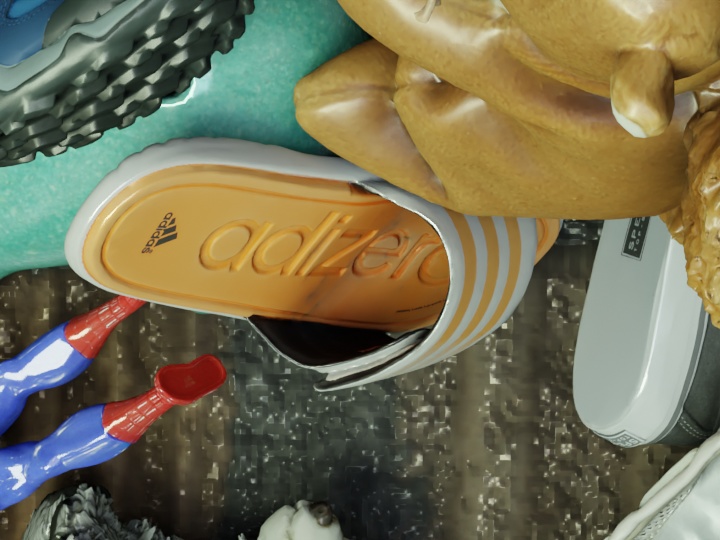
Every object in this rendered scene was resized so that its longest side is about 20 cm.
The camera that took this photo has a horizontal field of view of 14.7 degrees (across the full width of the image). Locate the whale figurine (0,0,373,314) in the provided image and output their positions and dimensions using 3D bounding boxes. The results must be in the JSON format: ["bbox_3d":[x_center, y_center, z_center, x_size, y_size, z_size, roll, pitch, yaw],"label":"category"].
[{"bbox_3d":[-0.089,-0.048,0.903,0.199,0.104,0.159,-34,100,5],"label":"whale figurine"}]

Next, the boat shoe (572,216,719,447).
[{"bbox_3d":[0.129,-0.034,0.938,0.066,0.070,0.201,11,95,-25],"label":"boat shoe"}]

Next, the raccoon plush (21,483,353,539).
[{"bbox_3d":[-0.067,0.154,0.970,0.133,0.097,0.200,18,129,-19],"label":"raccoon plush"}]

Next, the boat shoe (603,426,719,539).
[{"bbox_3d":[0.095,0.122,0.933,0.071,0.069,0.201,39,120,28],"label":"boat shoe"}]

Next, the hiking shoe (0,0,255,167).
[{"bbox_3d":[-0.122,-0.070,0.832,0.199,0.074,0.087,-24,83,30],"label":"hiking shoe"}]

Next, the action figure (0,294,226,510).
[{"bbox_3d":[-0.133,0.064,0.923,0.200,0.052,0.066,-36,77,32],"label":"action figure"}]

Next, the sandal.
[{"bbox_3d":[-0.005,0.006,0.884,0.079,0.206,0.059,-53,55,28],"label":"sandal"}]

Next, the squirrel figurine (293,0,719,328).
[{"bbox_3d":[0.091,-0.067,0.791,0.200,0.187,0.142,37,80,-6],"label":"squirrel figurine"}]
